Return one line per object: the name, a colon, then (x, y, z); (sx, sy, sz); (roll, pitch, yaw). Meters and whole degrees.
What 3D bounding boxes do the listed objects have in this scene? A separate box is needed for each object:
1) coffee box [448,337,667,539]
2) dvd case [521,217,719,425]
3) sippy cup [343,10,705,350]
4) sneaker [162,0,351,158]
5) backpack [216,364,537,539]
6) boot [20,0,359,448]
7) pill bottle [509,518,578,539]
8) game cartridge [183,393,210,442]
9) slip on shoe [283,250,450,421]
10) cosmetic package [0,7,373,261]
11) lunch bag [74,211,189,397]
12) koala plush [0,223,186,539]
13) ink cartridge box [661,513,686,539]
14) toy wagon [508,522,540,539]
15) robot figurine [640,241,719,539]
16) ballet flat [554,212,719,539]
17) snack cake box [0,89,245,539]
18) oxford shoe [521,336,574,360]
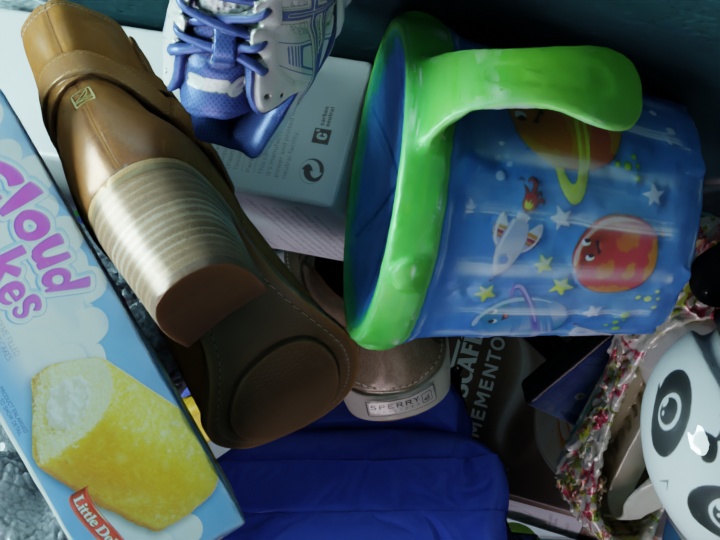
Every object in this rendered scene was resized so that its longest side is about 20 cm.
coffee box: (0.129, 0.090, 1.384); (0.200, 0.115, 0.080); (15, 168, 1)
dvd case: (0.199, 0.054, 1.250); (0.200, 0.018, 0.143); (26, 126, -34)
sippy cup: (0.068, -0.029, 1.023); (0.130, 0.140, 0.178); (8, -171, -9)
sneaker: (-0.039, -0.101, 0.921); (0.075, 0.088, 0.200); (15, 166, 9)
backpack: (0.010, 0.140, 1.266); (0.162, 0.168, 0.200); (4, 162, 7)
boot: (-0.073, -0.019, 1.055); (0.155, 0.074, 0.200); (59, 177, 30)
pill bottle: (0.146, 0.111, 1.515); (0.200, 0.111, 0.111); (18, 167, -7)
game cartridge: (-0.108, 0.071, 1.430); (0.200, 0.176, 0.032); (-29, 101, 32)
slip on shoe: (0.000, 0.000, 1.228); (0.076, 0.061, 0.200); (-14, -151, 1)
cosmetic package: (-0.075, -0.061, 1.161); (0.200, 0.071, 0.101); (10, 167, 23)
lunch bag: (-0.156, -0.006, 1.340); (0.170, 0.124, 0.200); (17, 174, -17)
koala plush: (-0.176, 0.015, 1.156); (0.200, 0.184, 0.177); (35, -175, -4)
ink cartridge box: (0.250, 0.145, 1.178); (0.125, 0.129, 0.200); (17, 174, -29)
toy wagon: (0.100, 0.171, 1.445); (0.200, 0.040, 0.155); (16, 174, 7)
robot figurine: (0.214, 0.050, 1.044); (0.125, 0.200, 0.150); (56, -171, -25)
ballet flat: (0.148, 0.061, 1.184); (0.075, 0.064, 0.200); (-4, 137, -18)
snack cake box: (-0.126, 0.028, 1.023); (0.200, 0.067, 0.115); (60, 177, -5)
oxford shoe: (0.130, 0.028, 1.272); (0.200, 0.075, 0.070); (20, 167, -13)
